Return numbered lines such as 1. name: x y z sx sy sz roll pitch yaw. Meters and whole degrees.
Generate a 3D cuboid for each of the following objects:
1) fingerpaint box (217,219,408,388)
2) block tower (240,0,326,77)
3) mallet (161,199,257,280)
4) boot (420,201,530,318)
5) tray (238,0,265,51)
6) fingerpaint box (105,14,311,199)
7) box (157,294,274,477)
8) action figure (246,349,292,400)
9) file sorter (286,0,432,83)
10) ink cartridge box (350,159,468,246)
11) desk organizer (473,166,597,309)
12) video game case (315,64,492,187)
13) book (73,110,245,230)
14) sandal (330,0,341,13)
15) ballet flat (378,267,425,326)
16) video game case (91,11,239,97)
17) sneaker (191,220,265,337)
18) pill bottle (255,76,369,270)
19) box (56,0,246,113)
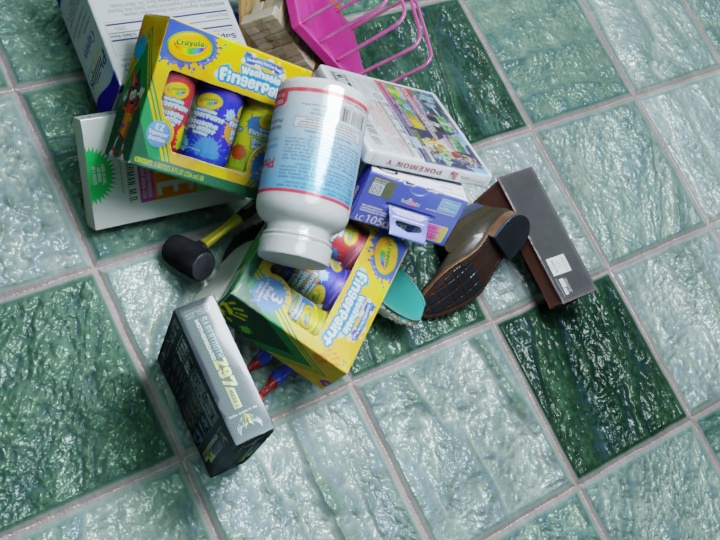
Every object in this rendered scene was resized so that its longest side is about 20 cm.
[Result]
1. fingerpaint box: -0.056 0.009 1.315 0.166 0.073 0.201 36 57 -12
2. block tower: -0.079 -0.279 1.468 0.200 0.054 0.058 51 38 -39
3. mallet: -0.151 -0.057 1.361 0.199 0.041 0.066 -35 48 -23
4. boot: 0.136 -0.017 1.520 0.200 0.097 0.075 -40 127 -12
5. tray: -0.124 -0.304 1.489 0.098 0.037 0.202 22 60 -56
6. fingerpaint box: -0.174 -0.185 1.279 0.199 0.073 0.168 15 94 -38
7. box: -0.163 0.132 1.203 0.051 0.200 0.159 -21 77 -21
8. action figure: -0.075 0.089 1.365 0.065 0.052 0.200 45 53 3
9. file sorter: -0.002 -0.350 1.465 0.200 0.125 0.140 38 33 -54
10. ink cartridge box: 0.048 -0.112 1.358 0.135 0.077 0.201 16 31 -20
11. desk organizer: 0.247 -0.038 1.570 0.071 0.077 0.201 -19 77 -32
12. video game case: 0.051 -0.182 1.373 0.181 0.023 0.201 9 35 -30
13. book: -0.245 -0.137 1.341 0.199 0.048 0.135 -16 114 -30
14. sandal: -0.069 -0.397 1.586 0.079 0.059 0.209 25 61 -58
15. ballet flat: 0.000 0.000 1.432 0.200 0.072 0.072 42 55 -6
16. video game case: -0.240 -0.283 1.455 0.198 0.045 0.183 16 62 -20
17. sneaker: -0.139 0.006 1.363 0.073 0.071 0.201 57 49 -29
18. pill bottle: -0.058 -0.107 1.238 0.108 0.109 0.202 14 79 -21
19. box: -0.259 -0.302 1.362 0.183 0.105 0.202 -15 76 -31
